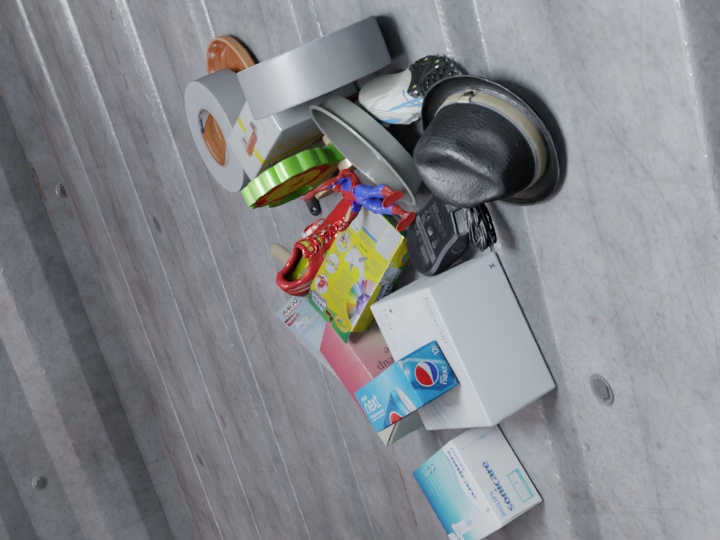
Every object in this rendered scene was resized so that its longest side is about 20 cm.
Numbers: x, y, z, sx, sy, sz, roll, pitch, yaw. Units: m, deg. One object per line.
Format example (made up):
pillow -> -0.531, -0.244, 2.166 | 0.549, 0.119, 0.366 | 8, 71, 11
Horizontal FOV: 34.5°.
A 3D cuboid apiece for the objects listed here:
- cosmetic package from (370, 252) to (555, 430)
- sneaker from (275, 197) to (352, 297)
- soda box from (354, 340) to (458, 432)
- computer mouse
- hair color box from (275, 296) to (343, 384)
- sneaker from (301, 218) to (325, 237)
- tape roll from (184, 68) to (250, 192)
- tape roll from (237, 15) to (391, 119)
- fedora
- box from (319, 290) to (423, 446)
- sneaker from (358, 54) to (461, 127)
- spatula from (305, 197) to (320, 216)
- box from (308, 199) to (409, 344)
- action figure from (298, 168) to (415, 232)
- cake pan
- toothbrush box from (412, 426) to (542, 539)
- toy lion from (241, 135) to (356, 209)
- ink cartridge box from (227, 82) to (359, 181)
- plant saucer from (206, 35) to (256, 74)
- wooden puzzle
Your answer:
cosmetic package -> 0.136, 0.103, 1.601 | 0.202, 0.122, 0.199 | 64, 154, -2
sneaker -> -0.059, -0.036, 1.810 | 0.077, 0.084, 0.201 | 48, 110, 31
soda box -> 0.059, 0.162, 1.588 | 0.069, 0.064, 0.200 | 60, 157, 8
computer mouse -> 0.124, -0.058, 1.551 | 0.200, 0.052, 0.141 | -48, 57, 58
hair color box -> -0.059, 0.130, 2.055 | 0.199, 0.061, 0.099 | 38, 169, 43
sneaker -> -0.032, -0.027, 1.877 | 0.201, 0.067, 0.109 | 17, 133, 62
tape roll -> -0.227, -0.240, 1.992 | 0.200, 0.065, 0.202 | 46, 150, 36
tape roll -> -0.061, -0.267, 1.526 | 0.199, 0.198, 0.067 | 1, 116, 63
fedora -> 0.133, -0.131, 1.362 | 0.199, 0.092, 0.202 | 33, 148, 23
box -> 0.043, 0.147, 1.821 | 0.201, 0.127, 0.110 | 52, 153, 22
sneaker -> 0.073, -0.225, 1.492 | 0.072, 0.073, 0.199 | 39, 160, -26
spatula -> -0.109, -0.182, 1.927 | 0.021, 0.056, 0.202 | -72, -39, -64
box -> 0.000, 0.000, 1.750 | 0.117, 0.048, 0.202 | 46, 117, 34
action figure -> -0.012, -0.091, 1.649 | 0.066, 0.098, 0.200 | 58, 168, -27
cake pan -> 0.013, -0.168, 1.594 | 0.200, 0.037, 0.200 | 42, 175, 5
toothbrush box -> 0.175, 0.332, 1.785 | 0.148, 0.084, 0.200 | 58, 156, 14
toy lion -> -0.097, -0.140, 1.749 | 0.069, 0.190, 0.200 | 61, 156, 4
ink cartridge box -> -0.103, -0.229, 1.734 | 0.084, 0.144, 0.200 | 58, 156, 6
plant saucer -> -0.204, -0.307, 1.997 | 0.200, 0.032, 0.202 | 46, 150, 36
wooden puzzle -> -0.063, 0.054, 1.975 | 0.184, 0.037, 0.200 | 36, 169, 47
